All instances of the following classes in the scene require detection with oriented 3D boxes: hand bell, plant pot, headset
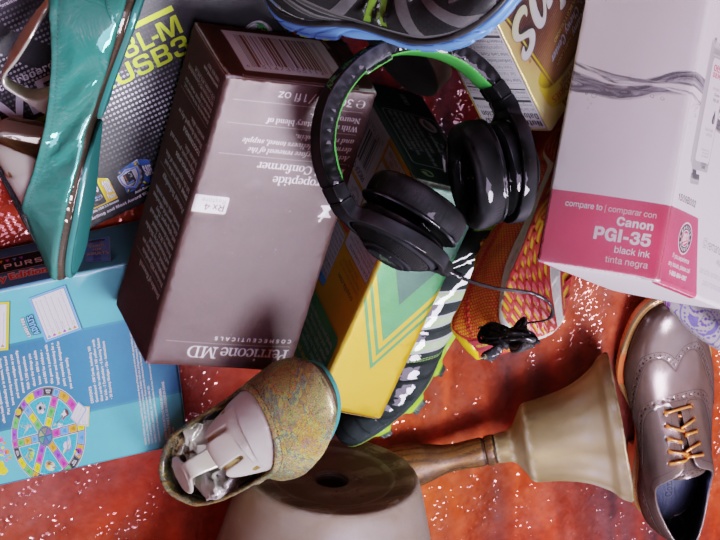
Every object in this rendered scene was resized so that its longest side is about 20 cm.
[{"bbox_3d":[0.082,0.125,1.757,0.199,0.104,0.105,-11,126,4],"label":"hand bell"},{"bbox_3d":[-0.027,0.212,1.703,0.199,0.200,0.175,-3,113,-17],"label":"plant pot"},{"bbox_3d":[0.048,-0.040,1.486,0.123,0.094,0.201,-32,97,-15],"label":"headset"}]

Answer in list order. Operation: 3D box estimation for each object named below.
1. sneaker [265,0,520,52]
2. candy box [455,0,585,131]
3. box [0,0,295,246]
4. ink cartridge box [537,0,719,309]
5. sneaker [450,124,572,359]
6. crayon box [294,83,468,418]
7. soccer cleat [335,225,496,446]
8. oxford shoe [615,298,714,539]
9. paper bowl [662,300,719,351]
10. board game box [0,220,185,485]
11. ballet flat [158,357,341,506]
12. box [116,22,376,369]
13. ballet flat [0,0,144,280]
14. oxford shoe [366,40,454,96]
[{"bbox_3d":[0.015,-0.172,1.423,0.083,0.199,0.071,54,53,-40],"label":"sneaker"},{"bbox_3d":[0.083,-0.195,1.513,0.116,0.055,0.200,-56,133,-30],"label":"candy box"},{"bbox_3d":[-0.143,-0.134,1.517,0.199,0.048,0.194,-25,129,-3],"label":"box"},{"bbox_3d":[0.185,-0.087,1.550,0.146,0.082,0.201,17,84,-63],"label":"ink cartridge box"},{"bbox_3d":[0.111,-0.028,1.616,0.077,0.200,0.073,-20,117,47],"label":"sneaker"},{"bbox_3d":[0.000,0.000,1.604,0.051,0.126,0.201,12,118,-25],"label":"crayon box"},{"bbox_3d":[0.035,0.026,1.678,0.081,0.068,0.200,34,100,-23],"label":"soccer cleat"},{"bbox_3d":[0.224,0.105,1.782,0.071,0.073,0.201,-14,125,-9],"label":"oxford shoe"},{"bbox_3d":[0.283,-0.038,1.655,0.199,0.104,0.202,0,90,15],"label":"paper bowl"},{"bbox_3d":[-0.217,0.060,1.617,0.199,0.047,0.152,-12,125,-11],"label":"board game box"},{"bbox_3d":[-0.074,0.107,1.575,0.070,0.071,0.200,6,162,-22],"label":"ballet flat"},{"bbox_3d":[-0.071,-0.042,1.531,0.100,0.075,0.201,3,122,-25],"label":"box"},{"bbox_3d":[-0.176,-0.091,1.474,0.070,0.067,0.201,16,118,-1],"label":"ballet flat"},{"bbox_3d":[0.017,-0.204,1.526,0.071,0.071,0.201,-45,129,-23],"label":"oxford shoe"}]
